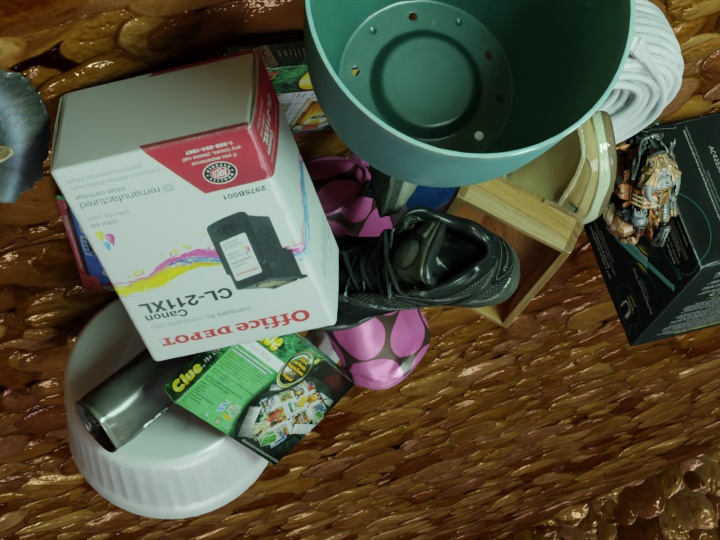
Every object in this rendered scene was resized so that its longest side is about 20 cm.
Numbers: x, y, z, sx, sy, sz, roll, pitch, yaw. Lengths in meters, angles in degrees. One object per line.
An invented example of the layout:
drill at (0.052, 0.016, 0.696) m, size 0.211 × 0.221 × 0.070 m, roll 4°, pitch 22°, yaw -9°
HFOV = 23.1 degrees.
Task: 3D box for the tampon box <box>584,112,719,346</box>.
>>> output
tampon box at (0.321, -0.040, 1.699) m, size 0.125 × 0.151 × 0.200 m, roll -12°, pitch 160°, yaw -17°

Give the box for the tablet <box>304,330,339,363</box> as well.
tablet at (-0.026, 0.058, 1.637) m, size 0.131 × 0.014 × 0.200 m, roll -64°, pitch 171°, yaw 14°

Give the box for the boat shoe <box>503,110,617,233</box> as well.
boat shoe at (0.148, -0.066, 1.391) m, size 0.075 × 0.072 × 0.200 m, roll 0°, pitch 158°, yaw -7°

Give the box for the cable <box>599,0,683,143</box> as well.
cable at (0.156, -0.143, 1.385) m, size 0.199 × 0.070 × 0.200 m, roll -28°, pitch 160°, yaw 25°

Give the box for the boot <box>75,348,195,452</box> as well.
boot at (-0.142, 0.061, 1.454) m, size 0.199 × 0.073 × 0.182 m, roll -30°, pitch 164°, yaw -20°

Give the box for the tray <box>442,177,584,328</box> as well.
tray at (0.106, -0.017, 1.433) m, size 0.098 × 0.037 × 0.200 m, roll 27°, pitch 158°, yaw 0°

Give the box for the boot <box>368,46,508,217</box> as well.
boot at (0.078, -0.103, 1.282) m, size 0.130 × 0.068 × 0.200 m, roll -6°, pitch 154°, yaw -13°

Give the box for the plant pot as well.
plant pot at (0.054, -0.144, 1.107) m, size 0.199 × 0.202 × 0.161 m, roll -15°, pitch 170°, yaw -11°

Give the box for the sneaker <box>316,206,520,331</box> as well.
sneaker at (0.015, -0.004, 1.330) m, size 0.198 × 0.077 × 0.114 m, roll -5°, pitch 164°, yaw 14°

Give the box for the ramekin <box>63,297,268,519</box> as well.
ramekin at (-0.172, 0.111, 1.576) m, size 0.199 × 0.202 × 0.098 m, roll -17°, pitch 153°, yaw -8°

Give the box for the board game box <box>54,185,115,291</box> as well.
board game box at (-0.180, -0.021, 1.401) m, size 0.102 × 0.020 × 0.200 m, roll 7°, pitch 159°, yaw 1°

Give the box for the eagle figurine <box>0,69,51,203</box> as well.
eagle figurine at (-0.289, -0.070, 1.112) m, size 0.151 × 0.152 × 0.200 m, roll 24°, pitch -172°, yaw -6°

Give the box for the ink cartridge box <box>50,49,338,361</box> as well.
ink cartridge box at (-0.109, -0.040, 1.228) m, size 0.145 × 0.083 × 0.201 m, roll -12°, pitch 134°, yaw 11°

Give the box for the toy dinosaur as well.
toy dinosaur at (0.231, -0.074, 1.542) m, size 0.101 × 0.137 × 0.200 m, roll -10°, pitch 159°, yaw -26°

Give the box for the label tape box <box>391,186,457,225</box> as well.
label tape box at (0.097, -0.059, 1.564) m, size 0.144 × 0.064 × 0.199 m, roll -31°, pitch 158°, yaw 32°

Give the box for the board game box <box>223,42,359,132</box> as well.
board game box at (-0.022, -0.135, 1.283) m, size 0.199 × 0.024 × 0.105 m, roll -9°, pitch 156°, yaw -28°

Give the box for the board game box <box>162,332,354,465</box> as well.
board game box at (-0.079, 0.096, 1.464) m, size 0.105 × 0.023 × 0.200 m, roll -43°, pitch 151°, yaw 1°

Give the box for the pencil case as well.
pencil case at (0.000, 0.000, 1.467) m, size 0.094 × 0.090 × 0.201 m, roll -48°, pitch 137°, yaw -32°
